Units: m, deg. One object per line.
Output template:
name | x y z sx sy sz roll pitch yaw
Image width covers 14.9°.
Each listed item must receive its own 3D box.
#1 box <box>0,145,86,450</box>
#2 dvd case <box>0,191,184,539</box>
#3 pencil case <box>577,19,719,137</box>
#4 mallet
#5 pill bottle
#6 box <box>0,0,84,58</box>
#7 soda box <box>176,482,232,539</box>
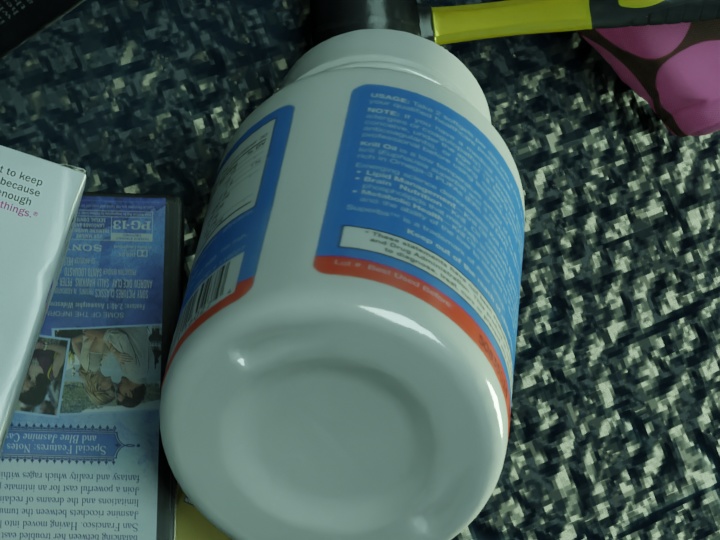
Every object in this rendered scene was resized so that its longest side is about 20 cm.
box | -0.205 0.029 0.830 0.200 0.097 0.177 17 68 -5
dvd case | -0.130 0.067 0.895 0.142 0.018 0.200 2 68 -4
pencil case | 0.100 -0.152 1.084 0.200 0.091 0.094 51 60 -13
mallet | 0.077 -0.107 1.038 0.200 0.041 0.066 -13 81 1
pill bottle | 0.000 0.000 0.936 0.112 0.112 0.200 37 30 -17
box | -0.107 -0.152 0.899 0.107 0.200 0.148 48 61 -12
soda box | -0.072 0.157 0.923 0.064 0.068 0.200 28 66 -22
